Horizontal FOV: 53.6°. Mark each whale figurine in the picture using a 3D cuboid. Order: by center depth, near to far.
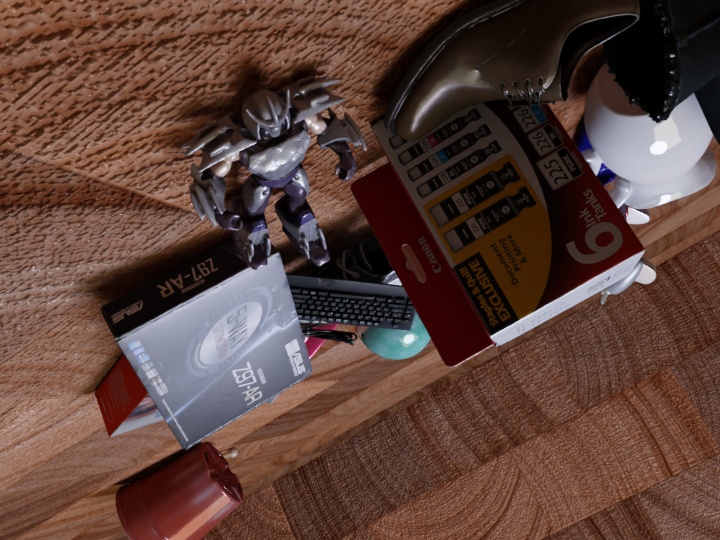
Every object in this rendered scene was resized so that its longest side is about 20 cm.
[{"bbox_3d":[0.089,0.058,1.063,0.199,0.104,0.159,-29,165,-23],"label":"whale figurine"}]

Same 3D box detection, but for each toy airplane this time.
[{"bbox_3d":[0.299,-0.032,0.986,0.199,0.142,0.199,10,161,28],"label":"toy airplane"}]

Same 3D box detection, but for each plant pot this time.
[{"bbox_3d":[-0.361,0.473,1.471,0.195,0.201,0.201,-35,164,-2],"label":"plant pot"}]

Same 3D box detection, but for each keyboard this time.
[{"bbox_3d":[-0.042,0.047,0.771,0.199,0.021,0.127,6,145,-3],"label":"keyboard"}]

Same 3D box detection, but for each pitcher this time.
[{"bbox_3d":[0.280,-0.127,0.737,0.171,0.122,0.200,-35,148,11],"label":"pitcher"}]

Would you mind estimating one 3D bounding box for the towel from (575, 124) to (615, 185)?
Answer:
[{"bbox_3d":[0.335,-0.164,0.890,0.147,0.050,0.200,-29,164,2],"label":"towel"}]

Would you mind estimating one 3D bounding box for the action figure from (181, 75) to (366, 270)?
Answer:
[{"bbox_3d":[-0.060,-0.066,0.522,0.129,0.070,0.200,-19,159,-12],"label":"action figure"}]

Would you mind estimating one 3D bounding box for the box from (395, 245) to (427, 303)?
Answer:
[{"bbox_3d":[0.119,-0.066,0.706,0.199,0.125,0.097,-33,163,16],"label":"box"}]

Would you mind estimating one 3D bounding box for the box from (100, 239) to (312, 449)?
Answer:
[{"bbox_3d":[-0.138,0.072,0.697,0.160,0.044,0.201,-29,141,-17],"label":"box"}]

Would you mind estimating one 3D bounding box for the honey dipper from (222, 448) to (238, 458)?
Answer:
[{"bbox_3d":[-0.347,0.441,1.650,0.038,0.038,0.200,-33,166,19],"label":"honey dipper"}]

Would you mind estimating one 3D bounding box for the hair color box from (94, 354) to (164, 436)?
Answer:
[{"bbox_3d":[-0.217,0.115,0.822,0.111,0.064,0.200,-10,155,-43],"label":"hair color box"}]

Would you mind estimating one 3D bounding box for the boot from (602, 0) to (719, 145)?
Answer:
[{"bbox_3d":[0.271,-0.158,0.566,0.162,0.199,0.073,-28,-168,-35],"label":"boot"}]

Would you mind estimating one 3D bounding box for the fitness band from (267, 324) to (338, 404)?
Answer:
[{"bbox_3d":[-0.079,0.104,0.944,0.200,0.037,0.144,-49,179,19],"label":"fitness band"}]

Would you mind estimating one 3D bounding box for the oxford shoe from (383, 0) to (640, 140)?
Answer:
[{"bbox_3d":[0.105,-0.147,0.512,0.199,0.085,0.073,-33,165,22],"label":"oxford shoe"}]

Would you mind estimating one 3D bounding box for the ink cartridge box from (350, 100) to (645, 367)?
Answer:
[{"bbox_3d":[0.097,-0.047,0.587,0.175,0.201,0.084,-31,163,6],"label":"ink cartridge box"}]

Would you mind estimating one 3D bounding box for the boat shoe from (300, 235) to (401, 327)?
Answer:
[{"bbox_3d":[0.000,0.000,0.810,0.199,0.072,0.068,-21,150,-1],"label":"boat shoe"}]
